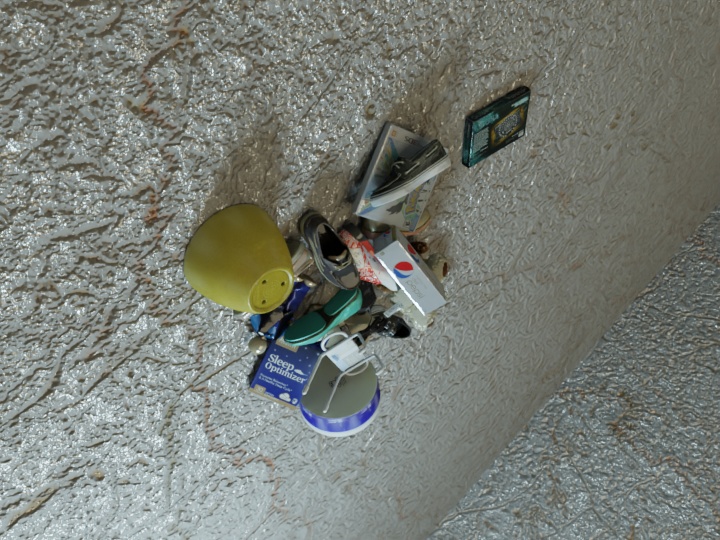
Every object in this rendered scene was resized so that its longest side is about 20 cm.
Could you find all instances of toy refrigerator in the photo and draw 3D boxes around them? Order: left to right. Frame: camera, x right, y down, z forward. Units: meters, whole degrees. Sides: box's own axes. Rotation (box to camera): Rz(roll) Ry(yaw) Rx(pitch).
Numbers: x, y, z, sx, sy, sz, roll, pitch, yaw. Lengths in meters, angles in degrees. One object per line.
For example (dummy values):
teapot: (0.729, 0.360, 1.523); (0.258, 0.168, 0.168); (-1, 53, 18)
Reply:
toy refrigerator: (-0.053, 0.132, 1.721); (0.199, 0.070, 0.076); (6, 124, -51)

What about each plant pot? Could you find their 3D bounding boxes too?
plant pot: (-0.204, -0.001, 1.340); (0.200, 0.142, 0.201); (-30, 143, -26)

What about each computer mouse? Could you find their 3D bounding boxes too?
computer mouse: (-0.019, 0.073, 1.664); (0.140, 0.046, 0.201); (-38, 117, -38)

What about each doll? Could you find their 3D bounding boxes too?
doll: (-0.181, 0.091, 1.544); (0.136, 0.048, 0.201); (24, 103, -46)

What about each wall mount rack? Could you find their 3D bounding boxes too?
wall mount rack: (-0.046, 0.225, 1.621); (0.173, 0.075, 0.200); (-33, 142, 2)

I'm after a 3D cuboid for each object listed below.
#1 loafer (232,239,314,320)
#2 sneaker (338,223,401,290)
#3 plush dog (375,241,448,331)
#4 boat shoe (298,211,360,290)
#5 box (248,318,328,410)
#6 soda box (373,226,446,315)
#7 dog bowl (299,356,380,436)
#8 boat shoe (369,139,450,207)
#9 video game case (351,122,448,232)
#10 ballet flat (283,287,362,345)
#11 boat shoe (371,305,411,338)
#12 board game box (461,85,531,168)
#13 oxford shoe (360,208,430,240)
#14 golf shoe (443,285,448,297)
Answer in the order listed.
loafer: (-0.171, 0.030, 1.464); (0.200, 0.072, 0.063); (-49, 124, -7)
sneaker: (-0.001, -0.001, 1.605); (0.108, 0.067, 0.202); (-43, 119, -6)
plush dog: (0.121, 0.023, 1.753); (0.172, 0.160, 0.201); (-74, 175, -68)
boat shoe: (-0.057, -0.030, 1.489); (0.074, 0.073, 0.200); (-40, 121, -8)
box: (-0.161, 0.210, 1.634); (0.032, 0.121, 0.201); (-89, -156, -70)
soda box: (0.109, 0.001, 1.594); (0.064, 0.068, 0.200); (-32, 117, 18)
dog bowl: (-0.053, 0.293, 1.743); (0.200, 0.200, 0.079); (-34, 142, -23)
boat shoe: (0.093, -0.204, 1.495); (0.200, 0.072, 0.071); (-35, 106, -18)
video game case: (0.087, -0.194, 1.545); (0.182, 0.022, 0.201); (13, 104, -41)
ballet flat: (-0.074, 0.112, 1.580); (0.200, 0.067, 0.071); (-37, 138, -8)
boat shoe: (0.070, 0.145, 1.878); (0.070, 0.066, 0.200); (-54, 147, 7)
board game box: (0.326, -0.345, 1.732); (0.200, 0.028, 0.136); (-32, 142, -25)
oxford shoe: (0.090, -0.123, 1.637); (0.199, 0.071, 0.074); (-19, 131, -40)
golf shoe: (0.169, 0.056, 1.906); (0.097, 0.078, 0.200); (-40, 145, -4)
